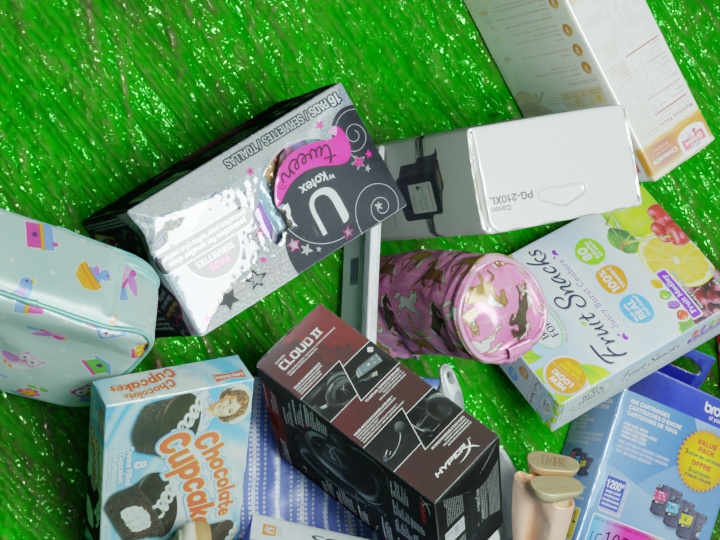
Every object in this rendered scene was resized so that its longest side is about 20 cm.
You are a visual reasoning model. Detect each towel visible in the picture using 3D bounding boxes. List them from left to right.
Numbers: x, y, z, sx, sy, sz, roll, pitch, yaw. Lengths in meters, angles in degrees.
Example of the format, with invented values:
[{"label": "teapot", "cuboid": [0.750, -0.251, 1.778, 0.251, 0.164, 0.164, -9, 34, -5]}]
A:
[{"label": "towel", "cuboid": [-0.013, 0.160, 1.505, 0.200, 0.024, 0.145, 2, 88, -25]}]

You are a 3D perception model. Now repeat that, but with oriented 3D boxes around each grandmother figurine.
[{"label": "grandmother figurine", "cuboid": [0.145, 0.252, 1.528, 0.060, 0.121, 0.200, 10, 113, 6]}]

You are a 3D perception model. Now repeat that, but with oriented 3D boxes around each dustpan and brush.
[{"label": "dustpan and brush", "cuboid": [0.081, 0.167, 1.497, 0.140, 0.057, 0.200, -33, 110, -42]}]

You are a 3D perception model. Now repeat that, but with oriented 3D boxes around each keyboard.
[{"label": "keyboard", "cuboid": [0.000, 0.000, 1.486, 0.011, 0.056, 0.200, 6, 83, -23]}]

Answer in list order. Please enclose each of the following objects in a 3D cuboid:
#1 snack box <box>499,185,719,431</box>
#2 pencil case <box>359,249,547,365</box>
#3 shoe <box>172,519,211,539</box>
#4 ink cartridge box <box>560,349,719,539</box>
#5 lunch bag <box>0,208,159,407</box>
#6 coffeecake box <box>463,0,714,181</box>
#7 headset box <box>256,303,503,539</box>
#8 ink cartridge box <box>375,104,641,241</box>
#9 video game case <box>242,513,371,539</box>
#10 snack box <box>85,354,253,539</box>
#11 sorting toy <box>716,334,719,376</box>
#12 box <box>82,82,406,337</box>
[{"label": "snack box", "cuboid": [0.202, 0.029, 1.552, 0.200, 0.053, 0.142, -27, 62, -22]}, {"label": "pencil case", "cuboid": [0.066, 0.030, 1.446, 0.086, 0.200, 0.083, 33, 76, -21]}, {"label": "shoe", "cuboid": [-0.156, 0.277, 1.383, 0.053, 0.070, 0.200, 10, 111, -20]}, {"label": "ink cartridge box", "cuboid": [0.251, 0.163, 1.600, 0.136, 0.076, 0.200, 23, 79, -23]}, {"label": "lunch bag", "cuboid": [-0.258, 0.027, 1.323, 0.200, 0.160, 0.077, 19, 56, -22]}, {"label": "coffeecake box", "cuboid": [0.186, -0.174, 1.529, 0.073, 0.153, 0.200, -34, 103, -21]}, {"label": "headset box", "cuboid": [0.009, 0.128, 1.393, 0.200, 0.149, 0.077, 37, 67, 26]}, {"label": "ink cartridge box", "cuboid": [0.108, -0.076, 1.466, 0.145, 0.200, 0.085, -11, 94, -25]}, {"label": "video game case", "cuboid": [-0.007, 0.283, 1.358, 0.181, 0.200, 0.045, 13, 128, -8]}, {"label": "snack box", "cuboid": [-0.147, 0.161, 1.382, 0.116, 0.037, 0.200, -10, 126, -24]}, {"label": "sorting toy", "cuboid": [0.380, 0.129, 1.596, 0.069, 0.199, 0.200, -6, 92, -12]}, {"label": "box", "cuboid": [-0.089, -0.043, 1.412, 0.200, 0.132, 0.115, -34, 101, -21]}]
